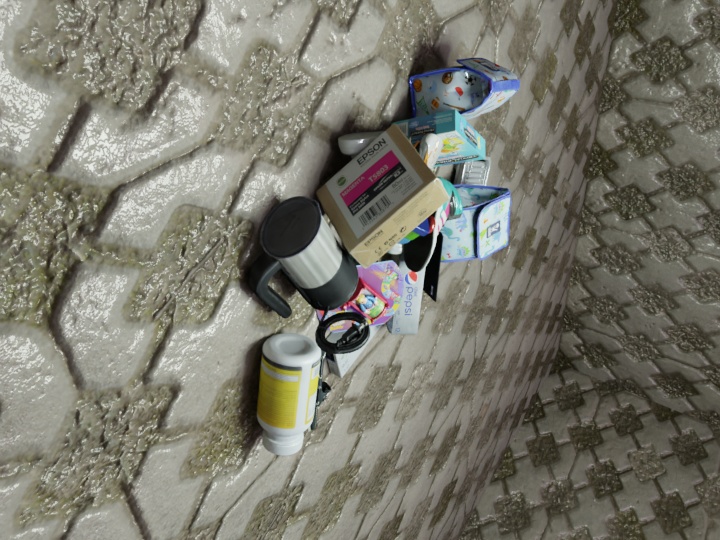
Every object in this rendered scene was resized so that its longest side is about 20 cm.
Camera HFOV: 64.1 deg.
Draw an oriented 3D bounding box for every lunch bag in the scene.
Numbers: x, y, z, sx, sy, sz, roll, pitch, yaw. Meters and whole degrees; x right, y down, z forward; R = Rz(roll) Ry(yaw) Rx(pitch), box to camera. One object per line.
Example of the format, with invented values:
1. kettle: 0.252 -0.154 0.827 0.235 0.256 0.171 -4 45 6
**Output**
1. lunch bag: 0.286 -0.122 1.473 0.130 0.192 0.174 -91 173 -46
2. lunch bag: 0.227 -0.387 1.236 0.168 0.195 0.129 -25 111 -49

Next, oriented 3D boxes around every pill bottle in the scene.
1. pill bottle: -0.136 0.231 1.068 0.111 0.109 0.208 -16 120 -54

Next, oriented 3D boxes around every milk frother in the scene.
1. milk frother: -0.070 0.016 0.979 0.183 0.196 0.189 -56 146 -15

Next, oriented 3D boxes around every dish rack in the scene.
1. dish rack: 0.300 -0.237 1.604 0.198 0.042 0.178 -11 114 -56

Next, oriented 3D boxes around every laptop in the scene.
1. laptop: 0.175 -0.065 1.394 0.201 0.100 0.183 -49 148 -51

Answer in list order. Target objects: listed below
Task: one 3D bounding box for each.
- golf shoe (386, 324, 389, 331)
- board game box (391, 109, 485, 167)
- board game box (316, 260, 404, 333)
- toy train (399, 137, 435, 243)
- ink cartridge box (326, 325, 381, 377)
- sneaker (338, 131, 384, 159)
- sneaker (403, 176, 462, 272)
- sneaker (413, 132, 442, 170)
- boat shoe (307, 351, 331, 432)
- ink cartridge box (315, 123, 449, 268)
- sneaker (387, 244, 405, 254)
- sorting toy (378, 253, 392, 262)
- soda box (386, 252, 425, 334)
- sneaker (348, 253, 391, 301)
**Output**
1. golf shoe: 0.100 0.049 1.402 0.095 0.075 0.206 -91 -165 -67
2. board game box: 0.174 -0.282 1.259 0.198 0.146 0.049 13 76 -59
3. board game box: 0.006 0.067 1.176 0.193 0.039 0.163 -8 124 -17
4. toy train: 0.074 -0.147 1.131 0.083 0.114 0.207 19 55 -38
5. ink cartridge box: -0.007 0.134 1.302 0.200 0.038 0.102 -47 142 -33
6. sneaker: 0.021 -0.209 1.127 0.198 0.072 0.120 -21 121 -55
7. sneaker: 0.158 -0.102 1.224 0.119 0.082 0.207 -14 124 -49
8. sneaker: 0.117 -0.229 1.207 0.079 0.076 0.201 -55 174 -18
9. boat shoe: -0.091 0.237 1.172 0.064 0.075 0.207 -9 111 -16
10. ink cartridge box: 0.035 -0.134 1.029 0.198 0.167 0.075 -39 145 9
11. sneaker: 0.112 -0.125 1.264 0.201 0.068 0.082 -51 144 -36
12. sorting toy: 0.071 -0.088 1.320 0.199 0.035 0.192 -31 131 -55
13. soda box: 0.103 0.040 1.311 0.066 0.064 0.208 0 110 -13
14. sneaker: 0.000 0.000 1.203 0.084 0.078 0.204 -24 118 0
